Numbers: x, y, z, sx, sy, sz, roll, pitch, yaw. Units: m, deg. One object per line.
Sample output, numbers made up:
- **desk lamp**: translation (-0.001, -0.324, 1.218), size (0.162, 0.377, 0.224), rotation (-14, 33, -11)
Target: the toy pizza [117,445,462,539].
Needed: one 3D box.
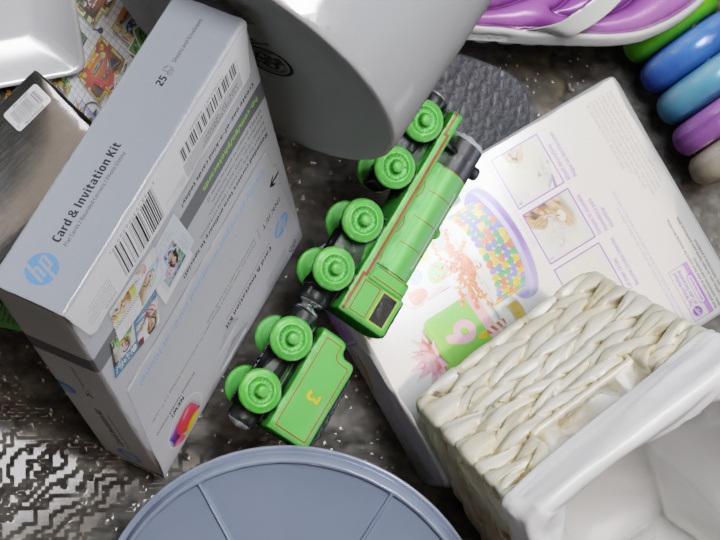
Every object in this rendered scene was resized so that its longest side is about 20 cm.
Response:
- **toy pizza**: translation (-0.033, 0.182, 0.750), size (0.198, 0.032, 0.202), rotation (1, 98, 4)

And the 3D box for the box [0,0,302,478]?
- **box**: translation (-0.090, -0.008, 0.720), size (0.041, 0.200, 0.157), rotation (22, 68, 17)

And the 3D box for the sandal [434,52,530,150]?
- **sandal**: translation (0.004, -0.116, 0.867), size (0.199, 0.043, 0.077), rotation (30, 77, -20)

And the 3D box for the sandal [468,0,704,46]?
- **sandal**: translation (0.119, -0.167, 0.857), size (0.201, 0.050, 0.083), rotation (-13, 79, -15)

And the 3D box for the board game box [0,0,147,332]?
- **board game box**: translation (-0.152, -0.067, 0.766), size (0.104, 0.023, 0.202), rotation (13, 88, -10)

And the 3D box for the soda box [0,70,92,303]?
- **soda box**: translation (-0.198, 0.000, 0.713), size (0.200, 0.071, 0.063), rotation (-45, 97, -6)

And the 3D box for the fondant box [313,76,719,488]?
- **fondant box**: translation (0.088, 0.006, 0.841), size (0.199, 0.058, 0.145), rotation (-30, 91, -14)

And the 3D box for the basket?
- **basket**: translation (0.132, 0.116, 0.767), size (0.135, 0.123, 0.201), rotation (-35, 128, -10)

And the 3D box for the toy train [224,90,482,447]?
- **toy train**: translation (0.000, 0.000, 0.777), size (0.056, 0.042, 0.201), rotation (34, 80, -15)

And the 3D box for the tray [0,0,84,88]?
- **tray**: translation (-0.233, -0.128, 0.705), size (0.199, 0.022, 0.108), rotation (-13, 117, -20)

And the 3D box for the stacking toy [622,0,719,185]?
- **stacking toy**: translation (0.187, -0.155, 0.926), size (0.085, 0.085, 0.201), rotation (-33, 88, -24)

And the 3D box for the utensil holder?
- **utensil holder**: translation (0.000, -0.178, 0.725), size (0.169, 0.170, 0.201), rotation (34, 75, -12)
